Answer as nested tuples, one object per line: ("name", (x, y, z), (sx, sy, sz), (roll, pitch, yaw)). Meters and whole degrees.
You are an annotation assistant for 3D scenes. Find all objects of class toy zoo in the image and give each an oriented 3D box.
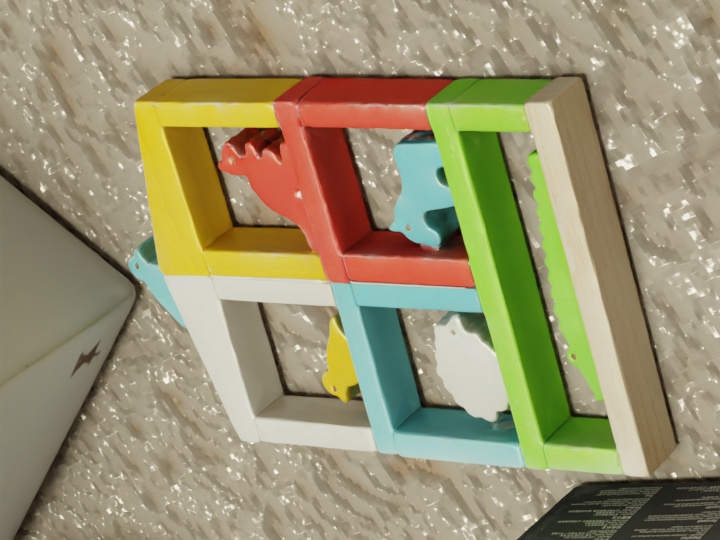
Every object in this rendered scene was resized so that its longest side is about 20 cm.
("toy zoo", (0.000, 0.000, 0.936), (0.200, 0.020, 0.131), (3, 120, 38))

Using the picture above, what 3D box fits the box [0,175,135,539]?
("box", (-0.225, 0.060, 1.020), (0.171, 0.200, 0.199), (38, 128, 10))

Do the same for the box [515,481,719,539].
("box", (0.158, 0.142, 0.881), (0.200, 0.049, 0.161), (-5, 111, 42))
